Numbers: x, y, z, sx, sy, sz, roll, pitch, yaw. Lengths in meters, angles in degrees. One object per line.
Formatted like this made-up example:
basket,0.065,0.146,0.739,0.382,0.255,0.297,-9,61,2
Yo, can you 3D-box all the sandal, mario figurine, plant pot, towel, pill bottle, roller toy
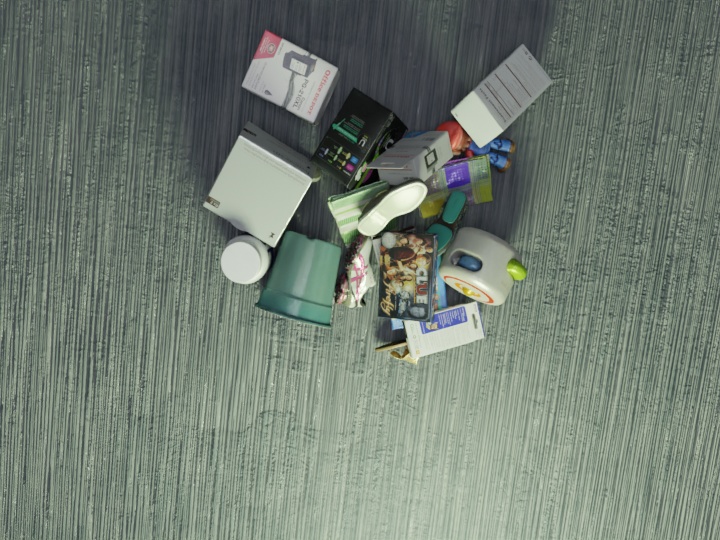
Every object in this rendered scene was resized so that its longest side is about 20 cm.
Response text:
sandal,0.145,0.203,1.745,0.207,0.078,0.071,-17,91,-2
mario figurine,0.275,-0.312,1.692,0.196,0.106,0.125,18,54,-10
plant pot,-0.140,0.018,1.677,0.196,0.200,0.200,16,90,-1
towel,0.226,-0.204,1.684,0.196,0.023,0.145,-13,130,3
pill bottle,-0.272,-0.031,1.659,0.113,0.200,0.119,0,97,1
roller toy,0.284,-0.004,1.655,0.180,0.200,0.142,30,81,-10
towel,0.011,-0.132,1.663,0.149,0.201,0.024,-17,55,3

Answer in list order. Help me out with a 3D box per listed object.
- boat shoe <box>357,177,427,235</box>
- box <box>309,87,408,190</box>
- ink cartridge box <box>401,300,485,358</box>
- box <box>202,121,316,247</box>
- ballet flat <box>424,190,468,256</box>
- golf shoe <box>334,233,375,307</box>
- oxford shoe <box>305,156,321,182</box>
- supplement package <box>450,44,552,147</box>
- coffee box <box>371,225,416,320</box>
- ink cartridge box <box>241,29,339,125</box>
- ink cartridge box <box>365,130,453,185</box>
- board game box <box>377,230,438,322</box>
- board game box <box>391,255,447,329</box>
boat shoe,0.070,-0.156,1.564,0.072,0.061,0.200,36,129,-28
box,-0.002,-0.300,1.634,0.123,0.148,0.202,34,97,18
ink cartridge box,0.207,0.146,1.705,0.196,0.037,0.097,-14,93,-8
box,-0.234,-0.203,1.616,0.197,0.131,0.202,29,113,-13
ballet flat,0.202,-0.098,1.653,0.074,0.074,0.201,37,72,-4
golf shoe,0.000,0.000,1.718,0.090,0.073,0.203,12,116,-14
oxford shoe,-0.195,-0.257,1.705,0.196,0.076,0.058,13,140,-9
supplement package,0.330,-0.408,1.609,0.200,0.117,0.118,-44,96,-20
coffee box,0.104,0.004,1.674,0.111,0.080,0.204,-14,96,4
ink cartridge box,-0.165,-0.463,1.661,0.197,0.084,0.147,26,97,-2
ink cartridge box,0.115,-0.255,1.603,0.114,0.200,0.068,8,128,40
board game box,0.110,0.013,1.597,0.133,0.035,0.205,4,98,21
board game box,0.140,0.038,1.740,0.149,0.045,0.205,-7,97,3
